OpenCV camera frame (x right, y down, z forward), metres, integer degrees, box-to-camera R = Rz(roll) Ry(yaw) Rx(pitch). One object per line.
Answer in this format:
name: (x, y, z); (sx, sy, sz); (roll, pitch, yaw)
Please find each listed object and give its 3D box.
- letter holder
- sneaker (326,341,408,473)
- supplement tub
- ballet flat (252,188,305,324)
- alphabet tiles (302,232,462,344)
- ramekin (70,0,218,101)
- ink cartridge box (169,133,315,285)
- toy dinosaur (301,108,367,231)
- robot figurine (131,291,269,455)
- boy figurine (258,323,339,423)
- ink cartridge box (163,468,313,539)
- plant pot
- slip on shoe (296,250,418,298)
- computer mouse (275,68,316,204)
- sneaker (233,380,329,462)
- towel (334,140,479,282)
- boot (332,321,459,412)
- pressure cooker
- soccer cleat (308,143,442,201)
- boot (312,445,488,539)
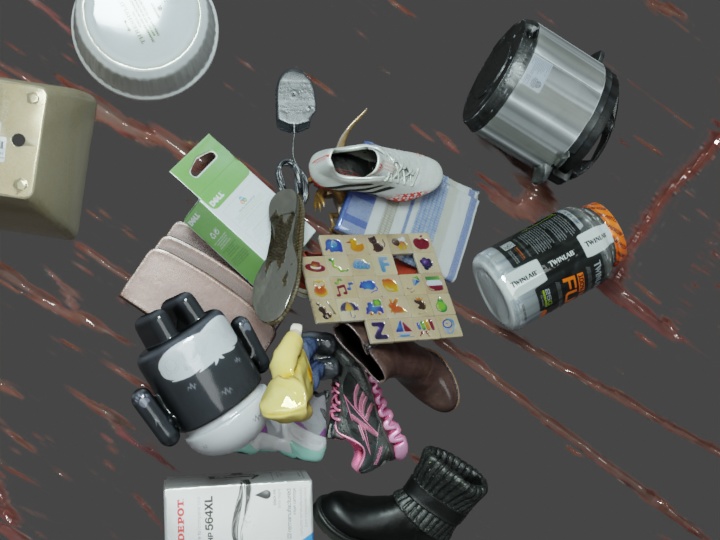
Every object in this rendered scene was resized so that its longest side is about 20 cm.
letter holder: (-0.200, 0.033, 1.231); (0.199, 0.101, 0.143); (35, 81, -7)
sneaker: (-0.013, 0.190, 1.262); (0.095, 0.079, 0.202); (-28, 95, -15)
supplement tub: (0.270, -0.010, 1.303); (0.199, 0.122, 0.123); (-28, 93, -9)
ballet flat: (-0.098, -0.015, 1.176); (0.067, 0.046, 0.202); (-13, 53, 20)
alphabet tiles: (0.024, 0.022, 1.203); (0.198, 0.008, 0.169); (-2, 57, -22)
ramekin: (-0.290, -0.335, 1.229); (0.200, 0.094, 0.205); (0, 88, -10)
ink cartridge box: (-0.167, -0.077, 1.237); (0.200, 0.059, 0.104); (43, 46, -7)
toy dinosaur: (-0.031, -0.122, 1.297); (0.105, 0.060, 0.203); (-11, 93, -37)
robot figurine: (-0.194, 0.129, 1.119); (0.149, 0.125, 0.201); (-30, 98, 3)
boy figurine: (-0.077, 0.131, 1.141); (0.064, 0.200, 0.126); (-3, 100, 10)
ink cartridge box: (-0.166, 0.353, 1.234); (0.197, 0.084, 0.148); (-2, 89, -11)
plant pot: (-0.456, -0.158, 1.153); (0.197, 0.177, 0.203); (8, 86, -9)
slip on shoe: (0.000, 0.000, 1.264); (0.198, 0.074, 0.062); (-1, 122, -22)
computer mouse: (-0.092, -0.185, 1.279); (0.058, 0.034, 0.203); (2, 80, -8)
sneaker: (-0.130, 0.178, 1.242); (0.198, 0.077, 0.142); (15, 79, -34)
towel: (0.070, -0.083, 1.293); (0.198, 0.024, 0.148); (23, 72, -18)
boot: (0.048, 0.132, 1.233); (0.072, 0.166, 0.200); (-42, 86, 19)
pressure cooker: (0.263, -0.228, 1.276); (0.199, 0.179, 0.176); (27, 126, -11)
soccer cleat: (0.029, -0.135, 1.226); (0.198, 0.085, 0.070); (3, 80, -22)
boot: (0.054, 0.309, 1.250); (0.209, 0.080, 0.159); (21, 114, -18)
